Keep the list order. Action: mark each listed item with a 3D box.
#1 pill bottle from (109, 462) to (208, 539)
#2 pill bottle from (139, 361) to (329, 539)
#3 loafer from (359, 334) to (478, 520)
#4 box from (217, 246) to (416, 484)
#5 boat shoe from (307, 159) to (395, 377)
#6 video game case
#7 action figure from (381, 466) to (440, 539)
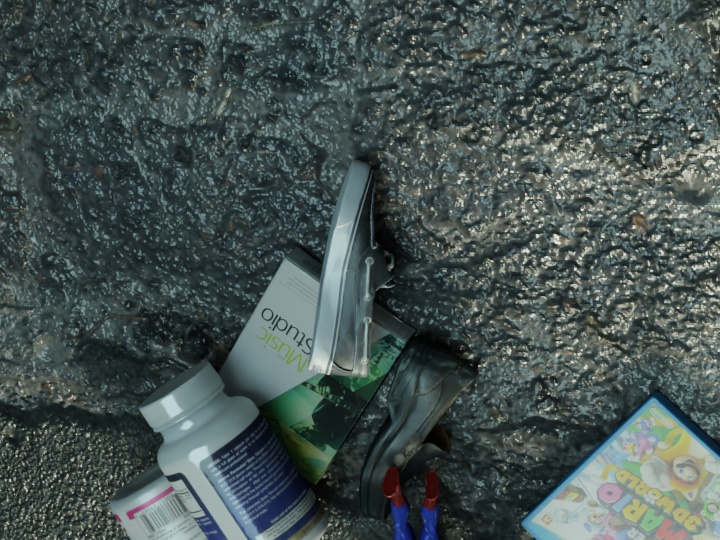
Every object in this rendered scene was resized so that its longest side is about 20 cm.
[{"bbox_3d":[-0.157,0.288,1.891,0.113,0.113,0.200,-27,98,30],"label":"pill bottle"},{"bbox_3d":[-0.126,0.192,1.800,0.111,0.111,0.200,-28,99,30],"label":"pill bottle"},{"bbox_3d":[0.052,0.162,1.776,0.072,0.073,0.200,22,119,9],"label":"loafer"},{"bbox_3d":[-0.053,0.095,1.812,0.144,0.036,0.200,35,122,7],"label":"box"},{"bbox_3d":[0.000,0.000,1.717,0.068,0.072,0.200,10,88,-4],"label":"boat shoe"},{"bbox_3d":[0.264,0.224,1.737,0.143,0.018,0.200,42,121,2],"label":"video game case"},{"bbox_3d":[0.055,0.271,1.803,0.065,0.052,0.200,-1,138,7],"label":"action figure"}]
